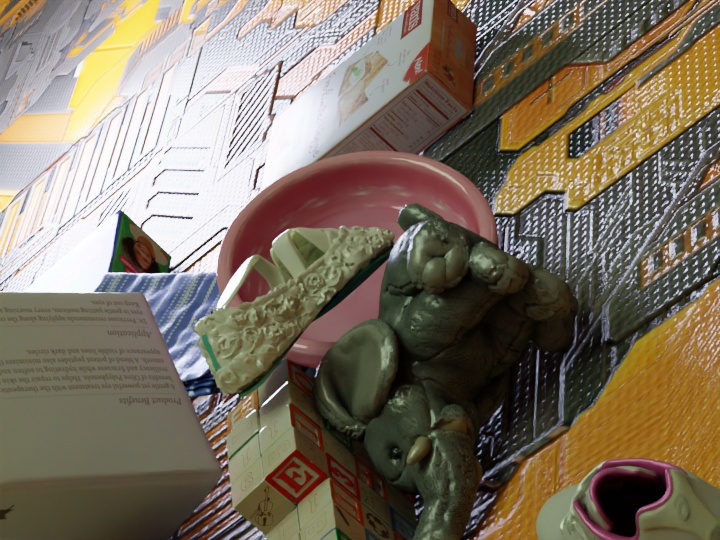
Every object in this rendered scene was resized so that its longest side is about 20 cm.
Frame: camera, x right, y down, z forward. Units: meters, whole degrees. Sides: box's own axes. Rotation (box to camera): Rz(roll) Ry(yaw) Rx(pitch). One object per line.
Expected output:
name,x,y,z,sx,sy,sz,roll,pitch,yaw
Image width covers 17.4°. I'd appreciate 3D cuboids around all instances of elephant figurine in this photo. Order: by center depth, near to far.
elephant figurine,0.040,0.074,1.482,0.201,0.141,0.155,-64,-8,4

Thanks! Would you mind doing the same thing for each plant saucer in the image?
plant saucer,0.000,0.000,1.655,0.199,0.051,0.201,-7,44,7

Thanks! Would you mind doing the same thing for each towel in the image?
towel,-0.166,0.047,1.927,0.199,0.024,0.145,-1,41,33

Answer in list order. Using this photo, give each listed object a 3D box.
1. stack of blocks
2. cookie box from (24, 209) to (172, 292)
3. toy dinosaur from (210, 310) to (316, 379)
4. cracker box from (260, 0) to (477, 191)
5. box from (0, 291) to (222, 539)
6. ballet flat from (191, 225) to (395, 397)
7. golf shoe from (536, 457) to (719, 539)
stack of blocks,-0.021,0.155,1.462,0.059,0.115,0.200,-43,23,16
cookie box,-0.257,0.067,2.108,0.171,0.075,0.201,-38,25,23
toy dinosaur,-0.041,0.066,1.750,0.200,0.104,0.183,52,-121,-73
cracker box,0.006,-0.128,1.944,0.200,0.058,0.134,-37,25,27
box,-0.248,0.138,1.700,0.200,0.198,0.172,-50,55,35
ballet flat,-0.042,0.008,1.533,0.072,0.072,0.200,-30,8,39
golf shoe,0.141,0.126,1.234,0.076,0.091,0.200,-57,22,-16
